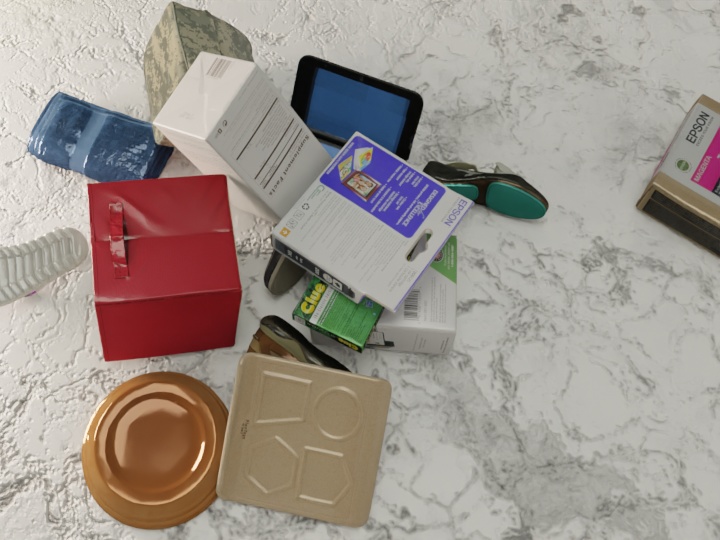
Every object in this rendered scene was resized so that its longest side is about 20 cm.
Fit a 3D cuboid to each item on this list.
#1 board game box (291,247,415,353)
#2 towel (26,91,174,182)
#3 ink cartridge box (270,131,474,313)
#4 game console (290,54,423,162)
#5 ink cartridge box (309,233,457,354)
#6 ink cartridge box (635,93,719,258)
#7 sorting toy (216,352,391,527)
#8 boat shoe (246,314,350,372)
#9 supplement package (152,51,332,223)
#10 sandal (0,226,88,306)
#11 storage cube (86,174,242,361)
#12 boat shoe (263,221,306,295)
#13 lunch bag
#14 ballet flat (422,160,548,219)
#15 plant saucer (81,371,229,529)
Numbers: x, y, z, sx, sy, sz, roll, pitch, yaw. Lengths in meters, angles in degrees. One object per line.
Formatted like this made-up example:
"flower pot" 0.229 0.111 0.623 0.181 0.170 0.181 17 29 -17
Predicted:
"board game box" 0.000 0.000 1.174 0.103 0.024 0.202 25 64 8
"towel" -0.384 -0.188 1.319 0.196 0.049 0.113 20 65 5
"ink cartridge box" 0.017 -0.059 1.168 0.198 0.044 0.199 32 66 17
"game console" -0.028 -0.187 1.304 0.196 0.119 0.173 19 64 6
"ink cartridge box" 0.031 0.027 1.223 0.195 0.085 0.149 5 63 0
"ink cartridge box" 0.534 -0.141 1.345 0.163 0.075 0.201 31 67 10
"sorting toy" -0.070 0.211 1.124 0.195 0.036 0.190 11 92 -1
"boat shoe" -0.064 0.144 1.175 0.199 0.076 0.074 38 95 5
"supplement package" -0.151 -0.171 1.187 0.120 0.200 0.121 21 72 39
"sandal" -0.469 0.004 1.224 0.199 0.050 0.084 -19 81 -27
"storage cube" -0.254 -0.002 1.161 0.175 0.201 0.174 -6 63 -14
"boat shoe" -0.090 -0.061 1.265 0.062 0.073 0.203 22 77 25
"lunch bag" -0.216 -0.269 1.314 0.165 0.140 0.203 6 52 -34
"ballet flat" 0.183 -0.129 1.321 0.195 0.069 0.070 11 55 1
"plant saucer" -0.257 0.222 1.137 0.195 0.038 0.205 1 65 -3
